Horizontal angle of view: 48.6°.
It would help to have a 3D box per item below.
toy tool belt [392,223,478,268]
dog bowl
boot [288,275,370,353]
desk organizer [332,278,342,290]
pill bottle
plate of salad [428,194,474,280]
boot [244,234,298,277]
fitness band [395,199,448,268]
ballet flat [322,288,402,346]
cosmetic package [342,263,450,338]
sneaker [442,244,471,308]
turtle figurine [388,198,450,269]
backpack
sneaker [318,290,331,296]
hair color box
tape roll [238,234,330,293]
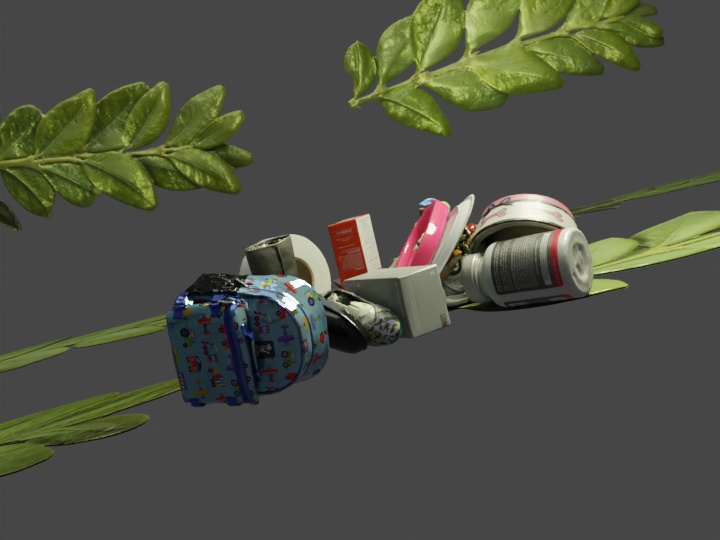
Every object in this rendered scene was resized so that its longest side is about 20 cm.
[{"bbox_3d":[0.157,-0.041,1.586,0.201,0.123,0.125,-51,16,-13],"label":"toy tool belt"},{"bbox_3d":[0.290,-0.054,1.394,0.197,0.075,0.201,8,-32,5],"label":"dog bowl"},{"bbox_3d":[-0.104,0.109,1.258,0.163,0.197,0.074,-45,-22,-31],"label":"boot"},{"bbox_3d":[-0.005,0.049,1.775,0.076,0.073,0.200,-17,5,-9],"label":"desk organizer"},{"bbox_3d":[0.269,0.000,1.307,0.198,0.112,0.110,-10,6,37],"label":"pill bottle"},{"bbox_3d":[0.156,-0.039,1.393,0.048,0.202,0.200,27,4,-3],"label":"plate of salad"},{"bbox_3d":[-0.129,0.028,1.594,0.180,0.203,0.072,-17,7,-31],"label":"boot"},{"bbox_3d":[0.112,-0.046,1.458,0.144,0.037,0.201,-57,7,37],"label":"fitness band"},{"bbox_3d":[-0.010,0.075,1.321,0.071,0.073,0.200,-16,19,-27],"label":"ballet flat"},{"bbox_3d":[0.059,0.053,1.357,0.089,0.108,0.199,-17,4,-25],"label":"cosmetic package"},{"bbox_3d":[0.224,-0.008,1.490,0.197,0.117,0.075,-16,5,-13],"label":"sneaker"},{"bbox_3d":[0.161,-0.041,1.760,0.143,0.200,0.195,-9,-44,-58],"label":"turtle figurine"},{"bbox_3d":[-0.150,0.098,1.119,0.197,0.185,0.135,-1,17,14],"label":"backpack"},{"bbox_3d":[-0.062,0.086,1.485,0.074,0.082,0.200,-12,7,-3],"label":"sneaker"},{"bbox_3d":[0.000,0.000,1.540,0.063,0.203,0.111,-13,5,15],"label":"hair color box"},{"bbox_3d":[-0.159,0.028,1.684,0.201,0.206,0.070,-19,8,-42],"label":"tape roll"}]
